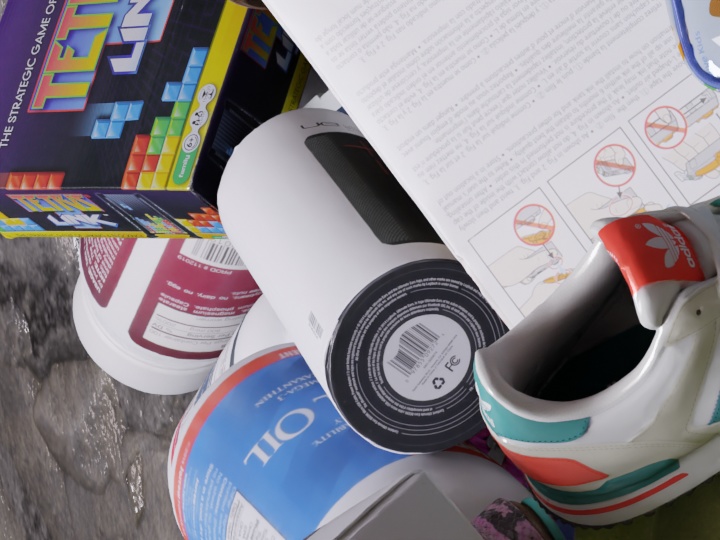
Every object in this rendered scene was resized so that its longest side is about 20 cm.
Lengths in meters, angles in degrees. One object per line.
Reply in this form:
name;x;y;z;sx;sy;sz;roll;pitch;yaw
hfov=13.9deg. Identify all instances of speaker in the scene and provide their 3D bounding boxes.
speaker;0.000;0.000;1.197;0.200;0.081;0.082;-126;33;-66

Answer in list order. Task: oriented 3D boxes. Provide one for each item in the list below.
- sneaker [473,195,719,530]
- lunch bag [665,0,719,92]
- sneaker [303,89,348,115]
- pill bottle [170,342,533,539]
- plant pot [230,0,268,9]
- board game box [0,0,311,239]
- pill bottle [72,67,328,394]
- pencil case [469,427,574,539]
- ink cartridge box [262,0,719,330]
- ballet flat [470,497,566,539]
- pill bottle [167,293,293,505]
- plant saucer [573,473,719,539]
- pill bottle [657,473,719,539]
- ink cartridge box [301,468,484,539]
sneaker;0.124;0.006;0.958;0.093;0.199;0.071;46;-166;-53
lunch bag;0.153;-0.159;0.941;0.160;0.075;0.202;-16;80;42
sneaker;0.035;-0.068;1.313;0.081;0.076;0.200;64;158;8
pill bottle;0.011;0.112;1.172;0.200;0.112;0.113;36;131;56
plant pot;-0.037;-0.232;1.264;0.199;0.199;0.200;64;152;18
board game box;-0.096;-0.115;1.398;0.164;0.057;0.201;1;65;38
pill bottle;-0.080;-0.024;1.517;0.115;0.113;0.200;69;153;24
pencil case;0.100;0.125;1.209;0.200;0.088;0.089;32;128;56
ink cartridge box;0.079;-0.077;1.049;0.200;0.161;0.050;52;-160;-4
ballet flat;0.084;0.169;1.072;0.200;0.071;0.069;53;177;-26
pill bottle;-0.011;0.064;1.389;0.200;0.119;0.120;125;130;-58
plant saucer;0.167;0.084;0.971;0.031;0.199;0.201;46;-167;-53
pill bottle;0.151;0.105;1.057;0.201;0.111;0.112;60;149;36
ink cartridge box;0.003;0.168;1.017;0.145;0.084;0.200;49;152;-1
